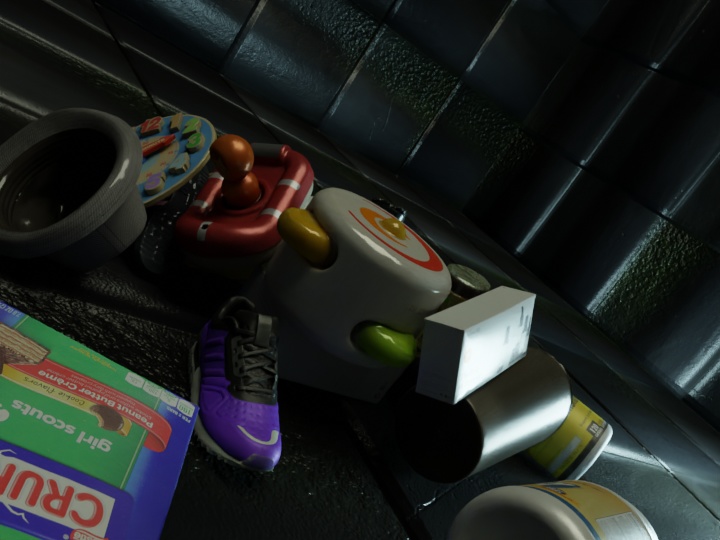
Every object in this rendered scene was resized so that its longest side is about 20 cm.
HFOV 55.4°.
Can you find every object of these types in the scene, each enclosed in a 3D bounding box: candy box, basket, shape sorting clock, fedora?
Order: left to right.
[{"bbox_3d":[-0.196,0.115,0.388,0.169,0.077,0.200,32,16,-14],"label":"candy box"},{"bbox_3d":[-0.287,-0.070,0.691,0.200,0.177,0.090,27,-23,36],"label":"fedora"},{"bbox_3d":[-0.270,-0.132,0.835,0.200,0.199,0.039,53,-12,52],"label":"shape sorting clock"},{"bbox_3d":[0.138,0.173,0.829,0.200,0.180,0.137,-4,72,-54],"label":"basket"}]

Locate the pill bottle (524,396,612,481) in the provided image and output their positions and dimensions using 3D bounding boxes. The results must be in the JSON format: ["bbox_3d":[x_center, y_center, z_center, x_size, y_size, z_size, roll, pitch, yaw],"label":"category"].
[{"bbox_3d":[0.265,0.216,1.033,0.200,0.112,0.112,39,15,17],"label":"pill bottle"}]

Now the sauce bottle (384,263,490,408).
[{"bbox_3d":[0.091,0.090,0.864,0.064,0.201,0.065,23,19,-9],"label":"sauce bottle"}]

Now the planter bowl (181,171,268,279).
[{"bbox_3d":[-0.159,-0.049,0.909,0.200,0.200,0.084,47,-19,41],"label":"planter bowl"}]

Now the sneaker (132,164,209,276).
[{"bbox_3d":[-0.249,-0.063,0.854,0.070,0.082,0.201,50,33,-35],"label":"sneaker"}]

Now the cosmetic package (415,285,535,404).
[{"bbox_3d":[0.135,0.077,0.765,0.050,0.083,0.200,12,16,32],"label":"cosmetic package"}]

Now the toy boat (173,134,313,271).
[{"bbox_3d":[-0.141,-0.097,0.796,0.130,0.131,0.201,7,48,18],"label":"toy boat"}]

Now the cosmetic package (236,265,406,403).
[{"bbox_3d":[-0.050,0.080,0.827,0.200,0.081,0.113,24,20,-40],"label":"cosmetic package"}]

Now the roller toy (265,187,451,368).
[{"bbox_3d":[0.000,0.000,0.758,0.200,0.140,0.182,36,16,0],"label":"roller toy"}]

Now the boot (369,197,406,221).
[{"bbox_3d":[0.022,-0.035,1.101,0.073,0.163,0.198,36,-8,-20],"label":"boot"}]

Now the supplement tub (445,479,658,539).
[{"bbox_3d":[0.178,0.264,0.609,0.200,0.145,0.145,18,22,-50],"label":"supplement tub"}]

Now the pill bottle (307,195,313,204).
[{"bbox_3d":[-0.113,-0.065,1.092,0.114,0.115,0.200,38,14,13],"label":"pill bottle"}]

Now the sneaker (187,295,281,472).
[{"bbox_3d":[-0.107,0.088,0.625,0.069,0.100,0.200,23,18,-32],"label":"sneaker"}]
